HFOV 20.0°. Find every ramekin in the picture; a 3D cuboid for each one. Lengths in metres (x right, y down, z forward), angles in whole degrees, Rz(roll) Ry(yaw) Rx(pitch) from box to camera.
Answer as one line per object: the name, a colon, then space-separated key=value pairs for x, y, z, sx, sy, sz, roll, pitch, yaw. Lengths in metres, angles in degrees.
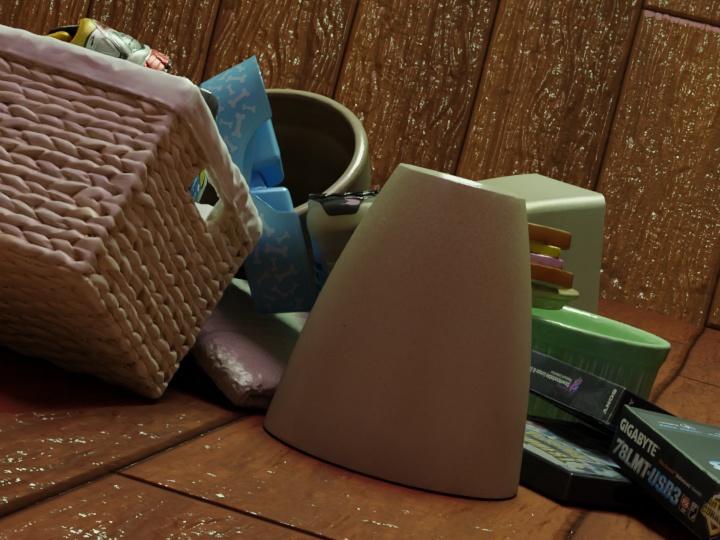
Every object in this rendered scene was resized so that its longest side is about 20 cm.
ramekin: x=0.166 y=0.086 z=1.800 sx=0.198 sy=0.099 sz=0.200 roll=15 pitch=5 yaw=-1

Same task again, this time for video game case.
video game case: x=0.162 y=0.144 z=1.559 sx=0.179 sy=0.026 sz=0.199 roll=12 pitch=6 yaw=-36

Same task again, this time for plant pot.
plant pot: x=-0.080 y=-0.028 z=1.714 sx=0.198 sy=0.176 sz=0.201 roll=-7 pitch=39 yaw=6
plant pot: x=0.046 y=0.034 z=1.425 sx=0.185 sy=0.202 sz=0.187 roll=14 pitch=4 yaw=-1
plant pot: x=0.127 y=0.007 z=2.103 sx=0.175 sy=0.202 sz=0.200 roll=2 pitch=9 yaw=-18

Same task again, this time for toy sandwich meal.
toy sandwich meal: x=0.107 y=-0.018 z=1.785 sx=0.203 sy=0.071 sz=0.205 roll=14 pitch=4 yaw=-1

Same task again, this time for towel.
towel: x=-0.060 y=0.058 z=1.553 sx=0.199 sy=0.035 sz=0.133 roll=7 pitch=33 yaw=-51

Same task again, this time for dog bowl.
dog bowl: x=-0.077 y=-0.060 z=1.534 sx=0.049 sy=0.202 sz=0.112 roll=-14 pitch=-11 yaw=-2

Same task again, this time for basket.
basket: x=-0.199 y=-0.039 z=1.390 sx=0.198 sy=0.162 sz=0.199 roll=16 pitch=-24 yaw=21

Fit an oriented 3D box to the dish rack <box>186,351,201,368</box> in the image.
dish rack: x=-0.196 y=0.035 z=1.600 sx=0.199 sy=0.044 sz=0.171 roll=10 pitch=6 yaw=-42

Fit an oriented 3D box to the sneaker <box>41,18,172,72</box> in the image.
sneaker: x=-0.213 y=-0.143 z=1.490 sx=0.082 sy=0.078 sz=0.199 roll=35 pitch=-26 yaw=-22

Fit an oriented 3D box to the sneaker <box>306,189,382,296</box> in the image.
sneaker: x=0.000 y=0.000 z=1.530 sx=0.070 sy=0.094 sz=0.200 roll=-4 pitch=-12 yaw=2

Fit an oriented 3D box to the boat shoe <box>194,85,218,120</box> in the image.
boat shoe: x=-0.153 y=-0.120 z=1.537 sx=0.072 sy=0.063 sz=0.200 roll=32 pitch=-1 yaw=-25

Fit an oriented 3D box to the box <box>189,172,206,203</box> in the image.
box: x=-0.229 y=-0.055 z=1.585 sx=0.198 sy=0.040 sz=0.137 roll=5 pitch=36 yaw=7

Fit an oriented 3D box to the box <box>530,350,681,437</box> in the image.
box: x=0.231 y=0.127 z=1.634 sx=0.199 sy=0.036 sz=0.143 roll=27 pitch=-3 yaw=-32

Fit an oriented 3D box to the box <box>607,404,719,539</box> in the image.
box: x=0.303 y=0.167 z=1.445 sx=0.198 sy=0.050 sz=0.198 roll=14 pitch=11 yaw=-20
